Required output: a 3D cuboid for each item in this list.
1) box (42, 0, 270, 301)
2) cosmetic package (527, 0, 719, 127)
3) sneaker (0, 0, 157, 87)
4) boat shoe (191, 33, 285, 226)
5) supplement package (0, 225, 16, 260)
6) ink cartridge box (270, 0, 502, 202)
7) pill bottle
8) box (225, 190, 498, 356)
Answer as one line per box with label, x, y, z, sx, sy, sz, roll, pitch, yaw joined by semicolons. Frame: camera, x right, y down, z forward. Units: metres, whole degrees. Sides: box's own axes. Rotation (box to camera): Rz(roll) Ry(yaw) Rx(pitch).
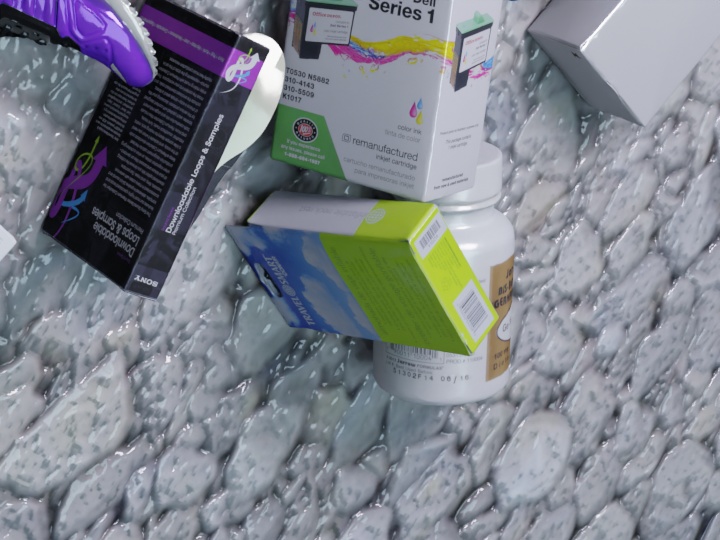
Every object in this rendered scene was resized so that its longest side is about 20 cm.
box;-0.151;-0.092;1.634;0.036;0.143;0.201;23;95;-37
cosmetic package;0.249;-0.233;1.873;0.200;0.085;0.108;-48;125;-7
sneaker;-0.233;-0.191;1.588;0.099;0.070;0.200;-43;112;-4
boat shoe;-0.125;-0.092;1.702;0.071;0.063;0.201;30;88;-11
supplement package;-0.373;-0.011;1.516;0.200;0.152;0.151;-49;126;-7
ink cartridge box;0.021;-0.169;1.703;0.084;0.144;0.201;-18;120;-57
pill bottle;0.068;-0.001;1.826;0.114;0.114;0.201;-11;113;-29
box;0.000;0.000;1.743;0.048;0.199;0.122;-51;128;-28
